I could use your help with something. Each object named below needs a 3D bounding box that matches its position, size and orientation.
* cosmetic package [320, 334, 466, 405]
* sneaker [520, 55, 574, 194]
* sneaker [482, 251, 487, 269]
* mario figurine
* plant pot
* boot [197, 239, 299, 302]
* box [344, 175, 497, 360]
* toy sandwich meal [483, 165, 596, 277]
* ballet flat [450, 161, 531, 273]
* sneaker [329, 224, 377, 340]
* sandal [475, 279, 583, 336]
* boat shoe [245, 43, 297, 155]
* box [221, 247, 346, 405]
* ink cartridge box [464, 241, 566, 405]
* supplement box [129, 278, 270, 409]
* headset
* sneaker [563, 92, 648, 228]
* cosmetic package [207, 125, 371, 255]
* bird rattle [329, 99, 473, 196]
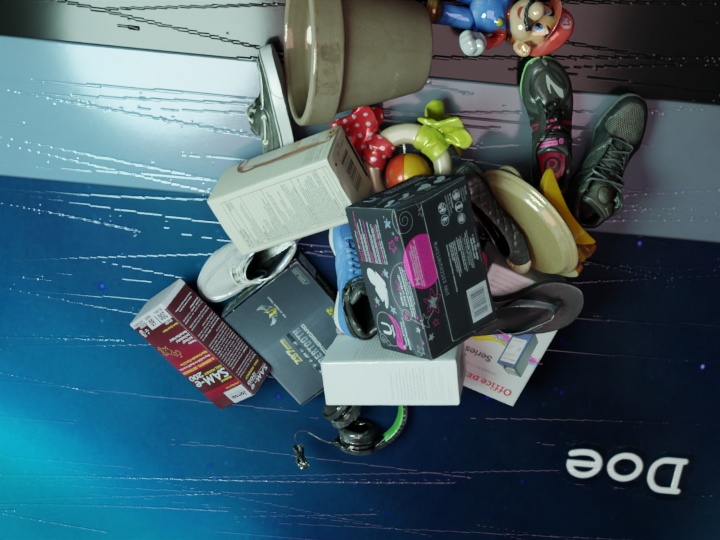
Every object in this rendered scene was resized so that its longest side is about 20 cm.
[{"bbox_3d":[0.051,0.143,1.295,0.196,0.102,0.073,-2,109,15],"label":"cosmetic package"},{"bbox_3d":[0.269,-0.197,1.236,0.075,0.084,0.204,-12,112,5],"label":"sneaker"},{"bbox_3d":[0.099,-0.047,1.275,0.198,0.081,0.075,34,143,11],"label":"sneaker"},{"bbox_3d":[0.187,-0.346,1.163,0.196,0.107,0.125,14,122,-2],"label":"mario figurine"},{"bbox_3d":[-0.001,-0.292,1.154,0.171,0.201,0.204,-3,114,-14],"label":"plant pot"},{"bbox_3d":[-0.171,-0.008,1.314,0.199,0.096,0.074,-39,107,15],"label":"boot"},{"bbox_3d":[0.080,-0.009,1.160,0.131,0.114,0.204,-26,110,-31],"label":"box"},{"bbox_3d":[0.251,-0.074,1.255,0.070,0.204,0.206,-42,108,-15],"label":"toy sandwich meal"},{"bbox_3d":[0.177,-0.065,1.230,0.057,0.066,0.201,-47,120,-13],"label":"ballet flat"},{"bbox_3d":[0.001,0.000,1.285,0.075,0.111,0.205,0,96,-20],"label":"sneaker"},{"bbox_3d":[0.226,0.065,1.275,0.196,0.043,0.078,-11,112,4],"label":"sandal"},{"bbox_3d":[-0.127,-0.211,1.243,0.062,0.071,0.204,-7,115,4],"label":"boat shoe"},{"bbox_3d":[-0.094,0.090,1.378,0.157,0.051,0.201,-35,108,15],"label":"box"},{"bbox_3d":[0.212,0.083,1.352,0.143,0.088,0.202,23,113,-9],"label":"ink cartridge box"},{"bbox_3d":[-0.245,0.117,1.363,0.200,0.061,0.108,46,138,-16],"label":"supplement box"},{"bbox_3d":[-0.017,0.250,1.420,0.197,0.094,0.125,-25,111,-2],"label":"headset"},{"bbox_3d":[0.351,-0.145,1.243,0.075,0.115,0.202,25,109,-12],"label":"sneaker"},{"bbox_3d":[-0.096,-0.107,1.215,0.197,0.088,0.104,-15,125,26],"label":"cosmetic package"},{"bbox_3d":[0.057,-0.155,1.229,0.195,0.113,0.167,-8,98,0],"label":"bird rattle"}]
